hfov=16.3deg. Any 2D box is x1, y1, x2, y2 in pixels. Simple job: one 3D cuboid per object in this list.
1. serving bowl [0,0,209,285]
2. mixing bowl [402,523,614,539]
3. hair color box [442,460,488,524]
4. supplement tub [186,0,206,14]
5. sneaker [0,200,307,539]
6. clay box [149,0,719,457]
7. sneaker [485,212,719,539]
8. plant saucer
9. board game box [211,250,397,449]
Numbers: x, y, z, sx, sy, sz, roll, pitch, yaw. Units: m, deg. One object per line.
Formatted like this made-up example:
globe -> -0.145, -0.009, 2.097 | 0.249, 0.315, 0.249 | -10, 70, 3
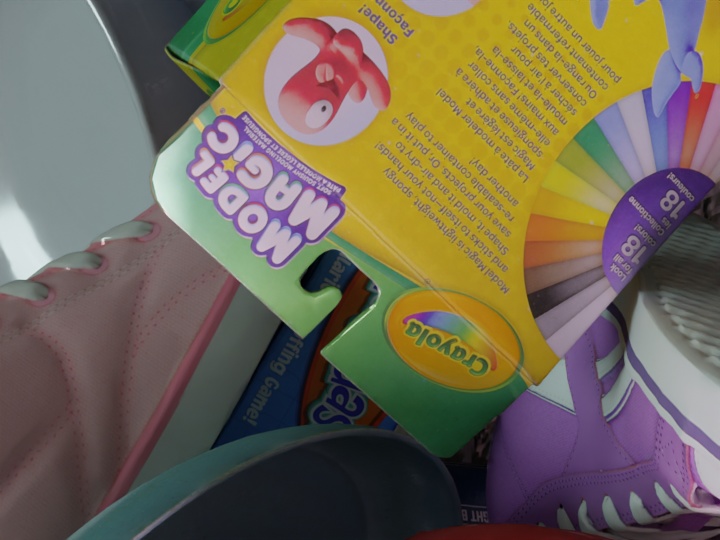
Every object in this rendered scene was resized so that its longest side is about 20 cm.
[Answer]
serving bowl -> -0.102, -0.042, 0.821 | 0.200, 0.066, 0.201 | 23, 123, 41
mixing bowl -> 0.041, 0.132, 0.594 | 0.108, 0.200, 0.200 | -57, 8, -35
hair color box -> 0.011, 0.167, 0.766 | 0.100, 0.060, 0.200 | 135, 136, -54
supplement tub -> -0.082, -0.085, 0.943 | 0.200, 0.145, 0.146 | 125, 144, -45
sneaker -> -0.084, 0.018, 0.669 | 0.200, 0.105, 0.075 | -61, 6, -22
clay box -> 0.046, -0.065, 0.590 | 0.200, 0.115, 0.048 | -47, 27, -2
sneaker -> 0.083, 0.055, 0.638 | 0.200, 0.072, 0.115 | -127, 48, -72
plant saucer -> -0.052, 0.118, 0.637 | 0.027, 0.200, 0.200 | 37, 120, 30
board game box -> 0.000, 0.000, 0.744 | 0.200, 0.045, 0.152 | -60, 7, 15
